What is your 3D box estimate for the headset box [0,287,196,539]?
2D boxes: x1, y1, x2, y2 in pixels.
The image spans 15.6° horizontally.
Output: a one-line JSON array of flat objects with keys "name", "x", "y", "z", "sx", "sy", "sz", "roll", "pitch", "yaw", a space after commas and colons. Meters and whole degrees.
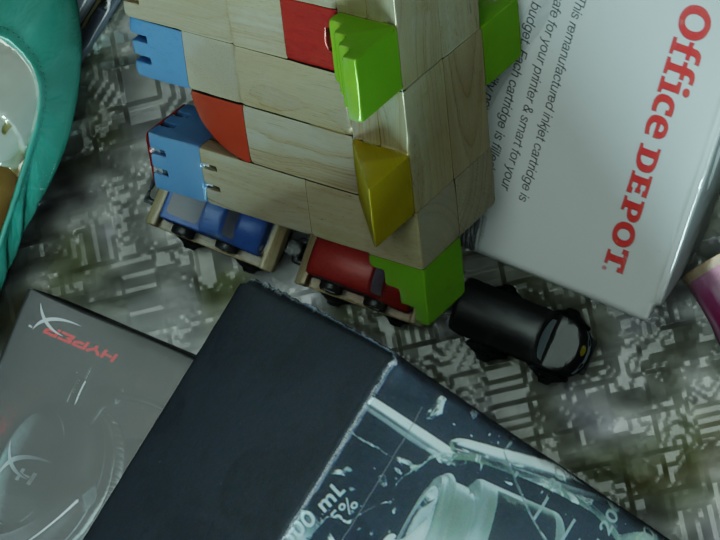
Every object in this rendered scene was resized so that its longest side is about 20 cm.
[{"name": "headset box", "x": -0.097, "y": 0.129, "z": 1.055, "sx": 0.148, "sy": 0.077, "sz": 0.201, "roll": 23, "pitch": 87, "yaw": 13}]

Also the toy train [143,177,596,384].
[{"name": "toy train", "x": 0.000, "y": 0.000, "z": 1.065, "sx": 0.199, "sy": 0.046, "sz": 0.034, "roll": 21, "pitch": 88, "yaw": 14}]

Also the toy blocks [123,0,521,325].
[{"name": "toy blocks", "x": -0.026, "y": -0.092, "z": 0.955, "sx": 0.136, "sy": 0.100, "sz": 0.201, "roll": 18, "pitch": 131, "yaw": 31}]

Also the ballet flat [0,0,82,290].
[{"name": "ballet flat", "x": -0.163, "y": -0.035, "z": 1.068, "sx": 0.067, "sy": 0.070, "sz": 0.201, "roll": 19, "pitch": 102, "yaw": 7}]

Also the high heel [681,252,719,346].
[{"name": "high heel", "x": 0.228, "y": -0.003, "z": 1.009, "sx": 0.199, "sy": 0.067, "sz": 0.096, "roll": -30, "pitch": 83, "yaw": 5}]

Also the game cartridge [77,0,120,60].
[{"name": "game cartridge", "x": -0.143, "y": -0.176, "z": 1.124, "sx": 0.133, "sy": 0.040, "sz": 0.200, "roll": 32, "pitch": 90, "yaw": 10}]

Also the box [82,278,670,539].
[{"name": "box", "x": 0.001, "y": 0.144, "z": 0.951, "sx": 0.196, "sy": 0.124, "sz": 0.200, "roll": 34, "pitch": 85, "yaw": -30}]

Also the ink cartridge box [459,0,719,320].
[{"name": "ink cartridge box", "x": 0.053, "y": -0.091, "z": 1.018, "sx": 0.199, "sy": 0.084, "sz": 0.146, "roll": 22, "pitch": 120, "yaw": 13}]
